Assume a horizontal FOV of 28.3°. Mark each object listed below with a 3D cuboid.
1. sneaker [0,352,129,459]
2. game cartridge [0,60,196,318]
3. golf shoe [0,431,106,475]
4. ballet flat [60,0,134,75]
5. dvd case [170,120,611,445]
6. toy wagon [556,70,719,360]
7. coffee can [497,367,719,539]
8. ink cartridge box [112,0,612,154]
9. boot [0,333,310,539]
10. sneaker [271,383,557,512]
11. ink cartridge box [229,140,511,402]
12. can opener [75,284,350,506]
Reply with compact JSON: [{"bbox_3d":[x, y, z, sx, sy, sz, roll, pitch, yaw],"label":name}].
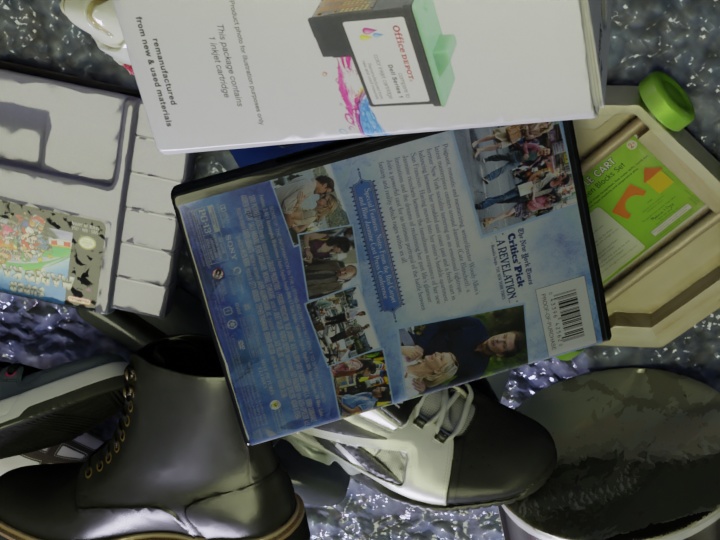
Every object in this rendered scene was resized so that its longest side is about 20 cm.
[{"bbox_3d":[-0.239,0.056,0.859,0.200,0.121,0.084,-19,162,1],"label":"sneaker"},{"bbox_3d":[-0.195,-0.050,0.797,0.200,0.038,0.130,12,105,2],"label":"game cartridge"},{"bbox_3d":[-0.186,0.144,0.915,0.200,0.095,0.078,-5,125,16],"label":"golf shoe"},{"bbox_3d":[-0.125,-0.159,0.699,0.076,0.064,0.200,18,135,39],"label":"ballet flat"},{"bbox_3d":[0.020,-0.002,0.716,0.200,0.018,0.143,-16,112,-4],"label":"dvd case"},{"bbox_3d":[0.117,-0.041,0.759,0.200,0.040,0.155,40,122,-16],"label":"toy wagon"},{"bbox_3d":[0.161,0.179,0.839,0.146,0.146,0.200,-5,123,14],"label":"coffee can"},{"bbox_3d":[0.010,-0.129,0.651,0.200,0.145,0.084,-4,124,14],"label":"ink cartridge box"},{"bbox_3d":[-0.133,0.093,0.803,0.200,0.077,0.138,-2,120,16],"label":"boot"},{"bbox_3d":[0.011,0.068,0.778,0.200,0.074,0.089,14,134,13],"label":"sneaker"},{"bbox_3d":[0.000,0.000,0.803,0.099,0.039,0.200,-14,121,31],"label":"ink cartridge box"},{"bbox_3d":[-0.083,0.069,0.857,0.200,0.067,0.053,35,123,-14],"label":"can opener"}]
